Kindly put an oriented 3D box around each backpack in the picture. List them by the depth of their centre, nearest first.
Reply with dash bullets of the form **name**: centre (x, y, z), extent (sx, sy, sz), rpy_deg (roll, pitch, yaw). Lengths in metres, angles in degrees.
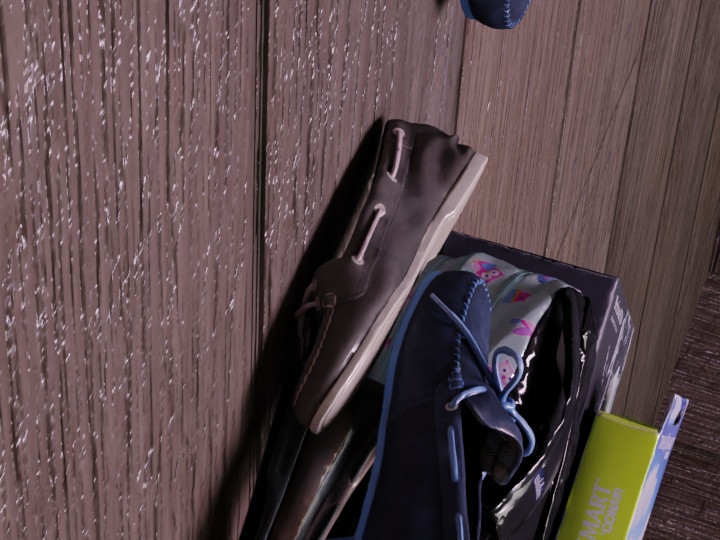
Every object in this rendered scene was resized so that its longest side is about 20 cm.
- **backpack**: centre (0.060, 0.089, 1.558), extent (0.167, 0.126, 0.201), rpy_deg (61, 48, -71)

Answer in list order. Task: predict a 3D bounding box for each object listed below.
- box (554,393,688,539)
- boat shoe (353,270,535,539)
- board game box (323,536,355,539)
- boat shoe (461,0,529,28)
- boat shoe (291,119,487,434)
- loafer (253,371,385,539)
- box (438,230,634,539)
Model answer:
- **box**: centre (0.147, 0.166, 1.688), extent (0.122, 0.047, 0.201), rpy_deg (20, 88, -79)
- **boat shoe**: centre (0.050, 0.088, 1.319), extent (0.084, 0.068, 0.201), rpy_deg (59, 34, -50)
- **board game box**: centre (-0.011, 0.241, 1.279), extent (0.200, 0.040, 0.154), rpy_deg (-58, 138, -57)
- **boat shoe**: centre (0.094, -0.204, 1.410), extent (0.201, 0.068, 0.084), rpy_deg (96, 15, -44)
- **boat shoe**: centre (0.000, 0.000, 1.356), extent (0.200, 0.057, 0.067), rpy_deg (-58, 175, -41)
- **loafer**: centre (-0.025, 0.149, 1.389), extent (0.072, 0.063, 0.201), rpy_deg (-22, 128, -76)
- **box**: centre (0.086, 0.098, 1.731), extent (0.200, 0.123, 0.198), rpy_deg (49, 56, -77)
